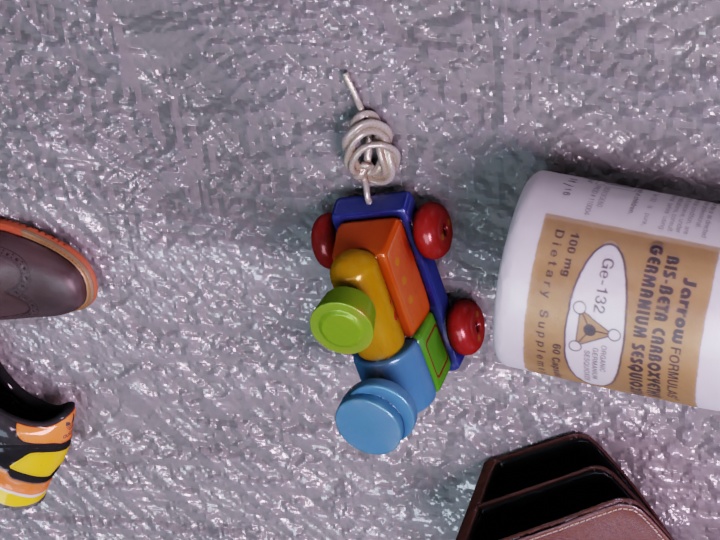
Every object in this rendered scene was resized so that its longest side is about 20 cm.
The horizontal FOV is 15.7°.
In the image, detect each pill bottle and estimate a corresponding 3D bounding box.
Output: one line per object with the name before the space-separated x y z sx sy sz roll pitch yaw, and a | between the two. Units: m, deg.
pill bottle | 0.182 0.017 1.465 0.199 0.115 0.115 11 128 13

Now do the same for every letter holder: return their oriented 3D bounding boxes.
letter holder | 0.172 0.203 1.614 0.142 0.101 0.201 -22 114 30

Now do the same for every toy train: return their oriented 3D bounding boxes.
toy train | 0.000 0.000 1.521 0.084 0.116 0.201 -6 122 24

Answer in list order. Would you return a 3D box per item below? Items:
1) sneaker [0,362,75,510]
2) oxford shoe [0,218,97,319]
sneaker | -0.279 0.073 1.723 0.199 0.070 0.090 31 115 -3
oxford shoe | -0.265 0.012 1.660 0.198 0.073 0.072 3 125 19
